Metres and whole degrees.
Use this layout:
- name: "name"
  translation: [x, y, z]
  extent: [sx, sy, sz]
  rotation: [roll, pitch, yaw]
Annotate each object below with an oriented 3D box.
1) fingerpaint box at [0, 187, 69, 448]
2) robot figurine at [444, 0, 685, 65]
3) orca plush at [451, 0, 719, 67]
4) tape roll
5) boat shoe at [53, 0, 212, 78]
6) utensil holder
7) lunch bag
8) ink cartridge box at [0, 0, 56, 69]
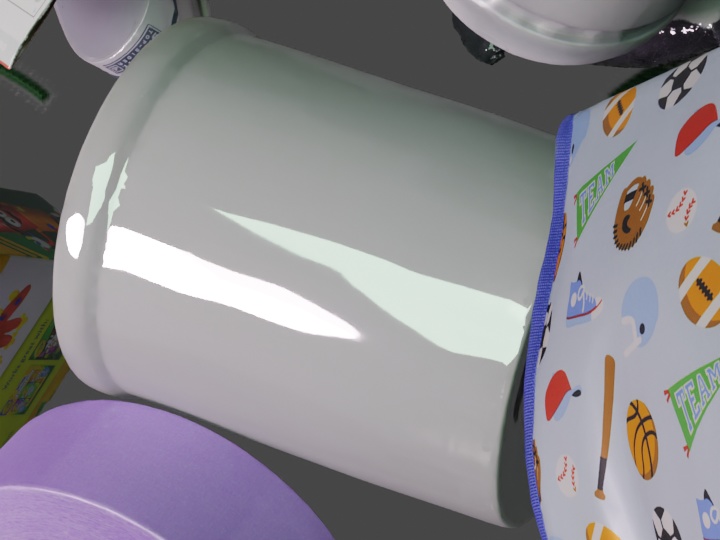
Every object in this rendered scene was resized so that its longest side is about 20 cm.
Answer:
- name: "fingerpaint box"
  translation: [-0.220, 0.056, 0.976]
  extent: [0.073, 0.167, 0.200]
  rotation: [37, 101, 20]
- name: "robot figurine"
  translation: [0.088, -0.151, 0.767]
  extent: [0.169, 0.200, 0.113]
  rotation: [20, 56, -9]
- name: "orca plush"
  translation: [0.111, -0.126, 0.901]
  extent: [0.199, 0.071, 0.106]
  rotation: [9, 80, 42]
- name: "tape roll"
  translation: [-0.094, 0.156, 0.918]
  extent: [0.199, 0.066, 0.201]
  rotation: [17, 129, 21]
- name: "boat shoe"
  translation: [-0.119, -0.161, 1.002]
  extent: [0.073, 0.065, 0.201]
  rotation: [-34, 54, 25]
- name: "utensil holder"
  translation: [0.000, 0.000, 0.890]
  extent: [0.199, 0.170, 0.171]
  rotation: [18, 94, 20]
- name: "lunch bag"
  translation: [0.137, 0.036, 0.720]
  extent: [0.123, 0.170, 0.201]
  rotation: [18, 73, -18]
- name: "ink cartridge box"
  translation: [-0.105, -0.176, 0.920]
  extent: [0.109, 0.050, 0.200]
  rotation: [35, 89, 43]
